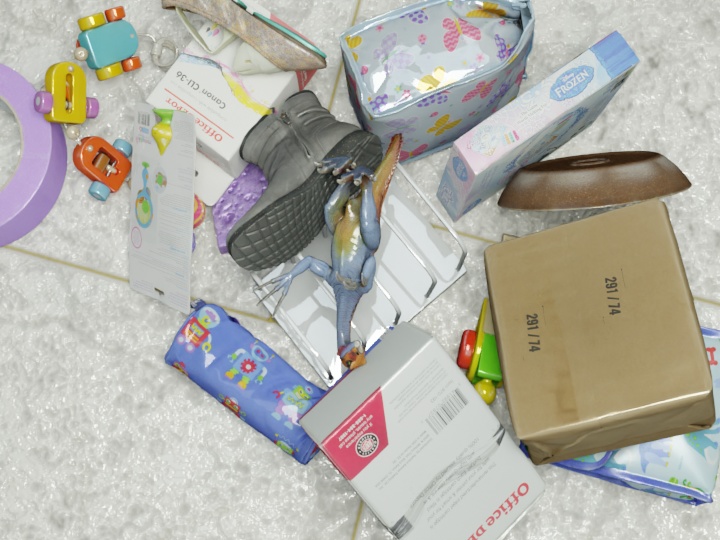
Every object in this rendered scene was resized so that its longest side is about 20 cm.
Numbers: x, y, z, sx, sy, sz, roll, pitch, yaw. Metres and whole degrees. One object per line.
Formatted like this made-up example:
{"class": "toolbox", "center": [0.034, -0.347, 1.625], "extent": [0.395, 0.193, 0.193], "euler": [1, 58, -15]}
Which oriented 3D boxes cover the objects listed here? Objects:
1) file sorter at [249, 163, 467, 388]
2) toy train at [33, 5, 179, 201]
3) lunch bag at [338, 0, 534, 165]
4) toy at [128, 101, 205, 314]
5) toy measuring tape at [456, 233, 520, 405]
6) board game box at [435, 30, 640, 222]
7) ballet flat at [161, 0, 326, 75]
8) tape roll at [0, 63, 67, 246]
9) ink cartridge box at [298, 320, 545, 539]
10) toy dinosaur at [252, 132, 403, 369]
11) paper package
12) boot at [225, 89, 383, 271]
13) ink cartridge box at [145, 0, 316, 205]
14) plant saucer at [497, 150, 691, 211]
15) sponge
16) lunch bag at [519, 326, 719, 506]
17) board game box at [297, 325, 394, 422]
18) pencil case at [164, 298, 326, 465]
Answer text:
{"class": "file sorter", "center": [0.000, 0.000, 1.099], "extent": [0.199, 0.125, 0.139], "euler": [-39, 82, -8]}
{"class": "toy train", "center": [-0.286, -0.188, 1.164], "extent": [0.055, 0.150, 0.203], "euler": [2, 65, 46]}
{"class": "lunch bag", "center": [0.085, -0.211, 1.118], "extent": [0.197, 0.170, 0.129], "euler": [-19, 76, -1]}
{"class": "toy", "center": [-0.195, -0.069, 1.098], "extent": [0.047, 0.114, 0.204], "euler": [-13, 112, -41]}
{"class": "toy measuring tape", "center": [0.144, 0.058, 1.130], "extent": [0.072, 0.074, 0.203], "euler": [12, 57, 2]}
{"class": "board game box", "center": [0.175, -0.142, 1.087], "extent": [0.198, 0.200, 0.044], "euler": [-36, 82, -7]}
{"class": "ballet flat", "center": [-0.125, -0.245, 1.089], "extent": [0.199, 0.068, 0.068], "euler": [36, 98, 12]}
{"class": "tape roll", "center": [-0.428, -0.127, 1.155], "extent": [0.196, 0.066, 0.204], "euler": [0, 80, 0]}
{"class": "ink cartridge box", "center": [0.060, 0.175, 0.994], "extent": [0.145, 0.083, 0.201], "euler": [-42, 109, -10]}
{"class": "toy dinosaur", "center": [0.003, -0.009, 0.990], "extent": [0.198, 0.104, 0.185], "euler": [-26, 119, -33]}
{"class": "paper package", "center": [0.221, 0.059, 0.990], "extent": [0.187, 0.104, 0.203], "euler": [-15, 63, 14]}
{"class": "boot", "center": [-0.083, -0.092, 1.059], "extent": [0.199, 0.070, 0.131], "euler": [-40, 51, -23]}
{"class": "ink cartridge box", "center": [-0.148, -0.186, 1.134], "extent": [0.116, 0.068, 0.202], "euler": [34, 80, 7]}
{"class": "plant saucer", "center": [0.237, -0.095, 1.079], "extent": [0.196, 0.201, 0.037], "euler": [-9, 101, -2]}
{"class": "sponge", "center": [-0.121, -0.127, 1.172], "extent": [0.109, 0.030, 0.204], "euler": [-11, 78, -3]}
{"class": "lunch bag", "center": [0.274, 0.132, 1.079], "extent": [0.196, 0.128, 0.173], "euler": [14, 78, 14]}
{"class": "board game box", "center": [0.051, 0.177, 1.060], "extent": [0.134, 0.045, 0.201], "euler": [-43, 109, -9]}
{"class": "pencil case", "center": [-0.110, 0.115, 1.101], "extent": [0.199, 0.078, 0.087], "euler": [36, 60, 7]}
